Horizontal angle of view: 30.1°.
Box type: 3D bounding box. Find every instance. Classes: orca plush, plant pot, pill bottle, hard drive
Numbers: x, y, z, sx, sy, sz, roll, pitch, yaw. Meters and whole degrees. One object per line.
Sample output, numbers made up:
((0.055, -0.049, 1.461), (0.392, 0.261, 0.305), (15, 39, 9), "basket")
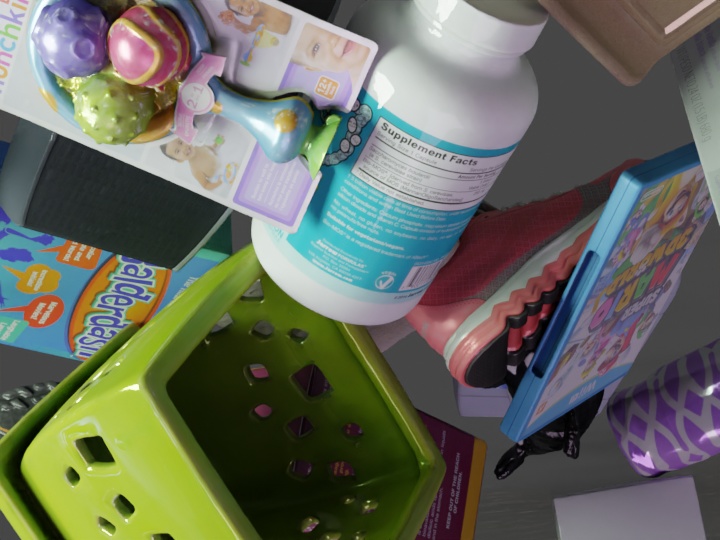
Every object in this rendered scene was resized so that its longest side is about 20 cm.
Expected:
((0.135, 0.110, 0.984), (0.105, 0.071, 0.200), (4, 143, -14), "orca plush")
((-0.093, 0.118, 0.800), (0.181, 0.200, 0.199), (-24, 105, 33), "plant pot")
((0.024, -0.073, 0.728), (0.111, 0.111, 0.200), (13, 128, -24), "pill bottle")
((-0.106, -0.086, 0.733), (0.135, 0.042, 0.200), (18, 125, -29), "hard drive")

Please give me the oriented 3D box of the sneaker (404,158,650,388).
((0.106, -0.019, 0.829), (0.200, 0.087, 0.074), (-39, 153, -23), "sneaker")

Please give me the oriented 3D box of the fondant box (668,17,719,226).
((0.272, -0.110, 0.700), (0.200, 0.144, 0.058), (-29, 137, 28), "fondant box")

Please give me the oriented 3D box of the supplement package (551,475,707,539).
((0.229, 0.241, 1.138), (0.117, 0.118, 0.200), (-10, 170, 6), "supplement package")

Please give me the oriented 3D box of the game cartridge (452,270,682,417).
((0.141, 0.050, 0.993), (0.133, 0.042, 0.200), (-1, 144, -14), "game cartridge")

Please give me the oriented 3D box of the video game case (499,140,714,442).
((0.167, 0.009, 0.842), (0.143, 0.018, 0.200), (-23, 142, -46), "video game case")

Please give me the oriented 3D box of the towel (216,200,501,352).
((0.000, 0.000, 0.904), (0.132, 0.035, 0.200), (27, 132, -34), "towel")

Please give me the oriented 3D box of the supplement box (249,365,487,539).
((-0.018, 0.153, 1.025), (0.131, 0.103, 0.200), (-11, 150, 43), "supplement box")

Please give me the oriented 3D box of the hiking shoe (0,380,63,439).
((-0.260, 0.134, 1.030), (0.200, 0.076, 0.101), (7, 152, -2), "hiking shoe")

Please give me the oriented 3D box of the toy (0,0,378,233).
((-0.104, -0.095, 0.654), (0.200, 0.047, 0.115), (21, 118, -9), "toy")

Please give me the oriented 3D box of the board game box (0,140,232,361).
((-0.204, -0.008, 0.853), (0.200, 0.045, 0.152), (15, 139, -28), "board game box")

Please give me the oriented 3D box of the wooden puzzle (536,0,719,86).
((0.161, -0.200, 0.642), (0.200, 0.037, 0.185), (-38, 134, 21), "wooden puzzle")

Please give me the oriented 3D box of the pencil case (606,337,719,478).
((0.290, 0.091, 1.038), (0.200, 0.084, 0.085), (-28, 179, 29), "pencil case")
